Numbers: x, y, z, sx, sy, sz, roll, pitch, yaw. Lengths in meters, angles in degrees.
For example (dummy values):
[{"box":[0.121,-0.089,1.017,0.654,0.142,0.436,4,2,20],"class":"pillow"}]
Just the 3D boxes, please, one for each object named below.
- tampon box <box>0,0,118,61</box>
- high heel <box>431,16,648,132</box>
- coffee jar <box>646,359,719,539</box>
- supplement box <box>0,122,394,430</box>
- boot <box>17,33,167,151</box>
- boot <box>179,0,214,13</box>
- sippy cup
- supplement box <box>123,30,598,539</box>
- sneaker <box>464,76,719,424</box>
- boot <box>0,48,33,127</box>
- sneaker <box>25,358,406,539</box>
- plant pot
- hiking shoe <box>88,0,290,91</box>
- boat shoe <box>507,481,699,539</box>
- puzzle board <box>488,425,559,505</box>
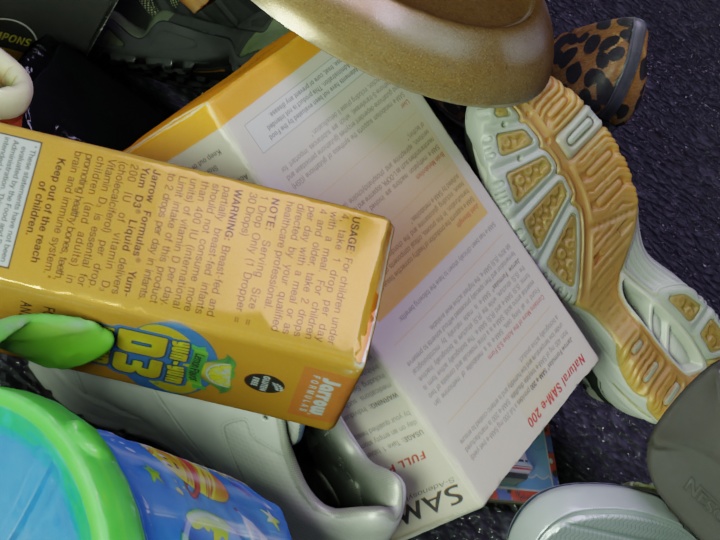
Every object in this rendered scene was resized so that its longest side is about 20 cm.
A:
[{"box":[-0.210,-0.194,1.073,0.150,0.126,0.200,13,36,-33],"class":"tampon box"},{"box":[0.107,-0.131,1.295,0.071,0.143,0.200,18,33,-28],"class":"high heel"},{"box":[0.206,0.090,1.009,0.104,0.085,0.200,44,15,22],"class":"coffee jar"},{"box":[-0.093,-0.002,0.806,0.200,0.067,0.069,12,63,-5],"class":"supplement box"},{"box":[-0.093,-0.054,1.038,0.162,0.073,0.198,33,35,-11],"class":"boot"},{"box":[-0.112,-0.220,1.014,0.200,0.068,0.188,34,29,-5],"class":"boot"},{"box":[-0.090,0.112,0.742,0.140,0.178,0.130,18,2,38],"class":"sippy cup"},{"box":[0.000,0.000,0.938,0.200,0.074,0.126,56,40,-7],"class":"supplement box"},{"box":[0.093,-0.005,1.033,0.076,0.088,0.200,-41,113,-22],"class":"sneaker"},{"box":[-0.210,-0.084,0.892,0.200,0.107,0.075,34,34,20],"class":"boot"},{"box":[-0.058,0.043,0.873,0.200,0.087,0.075,43,49,-5],"class":"sneaker"},{"box":[0.005,-0.146,0.967,0.200,0.027,0.200,26,30,-16],"class":"plant pot"},{"box":[-0.068,-0.144,1.106,0.200,0.101,0.076,8,-5,39],"class":"hiking shoe"},{"box":[0.130,0.131,1.014,0.200,0.072,0.062,22,19,-43],"class":"boat shoe"},{"box":[0.016,0.029,1.010,0.200,0.017,0.151,10,62,-43],"class":"puzzle board"}]
